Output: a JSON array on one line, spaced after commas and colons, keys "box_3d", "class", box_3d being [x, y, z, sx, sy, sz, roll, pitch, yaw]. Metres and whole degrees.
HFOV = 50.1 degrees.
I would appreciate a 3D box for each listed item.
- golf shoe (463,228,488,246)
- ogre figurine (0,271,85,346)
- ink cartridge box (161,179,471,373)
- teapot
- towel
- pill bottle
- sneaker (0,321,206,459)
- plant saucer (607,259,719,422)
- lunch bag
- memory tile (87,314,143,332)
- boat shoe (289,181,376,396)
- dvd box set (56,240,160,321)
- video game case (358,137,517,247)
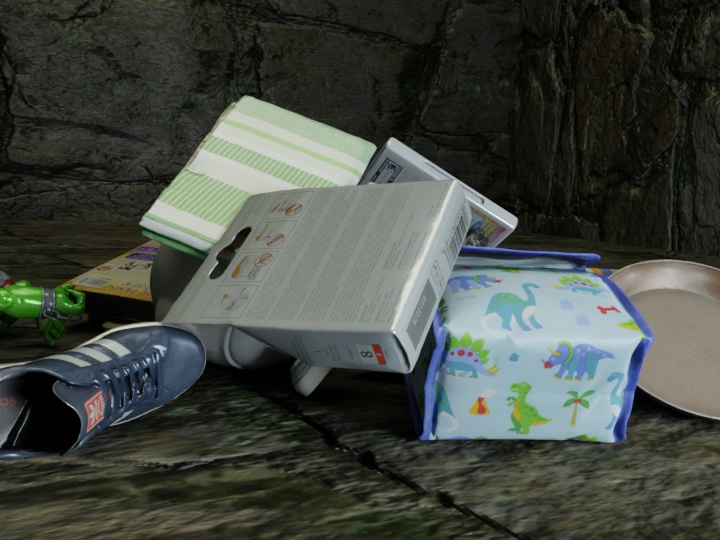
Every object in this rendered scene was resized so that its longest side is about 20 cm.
[{"box_3d": [0.080, 0.009, 0.863, 0.094, 0.078, 0.200, -24, -7, 33], "class": "golf shoe"}, {"box_3d": [-0.390, 0.031, 0.797, 0.200, 0.098, 0.120, 23, 6, 38], "class": "ogre figurine"}, {"box_3d": [-0.031, 0.001, 0.593, 0.200, 0.050, 0.162, -2, 43, 30], "class": "ink cartridge box"}, {"box_3d": [-0.094, 0.025, 0.752, 0.146, 0.200, 0.197, 47, 9, 33], "class": "teapot"}, {"box_3d": [-0.089, -0.077, 0.707, 0.152, 0.023, 0.200, 22, 50, 5], "class": "towel"}, {"box_3d": [0.331, 0.058, 0.842, 0.200, 0.112, 0.112, 4, 7, 3], "class": "pill bottle"}, {"box_3d": [-0.185, 0.087, 0.530, 0.200, 0.075, 0.084, -15, 16, -39], "class": "sneaker"}, {"box_3d": [0.317, 0.068, 0.730, 0.200, 0.032, 0.200, 1, 43, -1], "class": "plant saucer"}, {"box_3d": [0.121, 0.042, 0.648, 0.170, 0.128, 0.200, 4, 24, -5], "class": "lunch bag"}, {"box_3d": [-0.240, 0.062, 0.935, 0.153, 0.017, 0.200, -1, 8, -31], "class": "memory tile"}, {"box_3d": [-0.018, 0.013, 0.687, 0.068, 0.200, 0.072, 30, -2, -1], "class": "boat shoe"}, {"box_3d": [-0.255, 0.008, 0.967, 0.146, 0.029, 0.200, 6, 21, 18], "class": "dvd box set"}, {"box_3d": [0.070, -0.058, 0.973, 0.182, 0.024, 0.200, 32, -36, -7], "class": "video game case"}]
